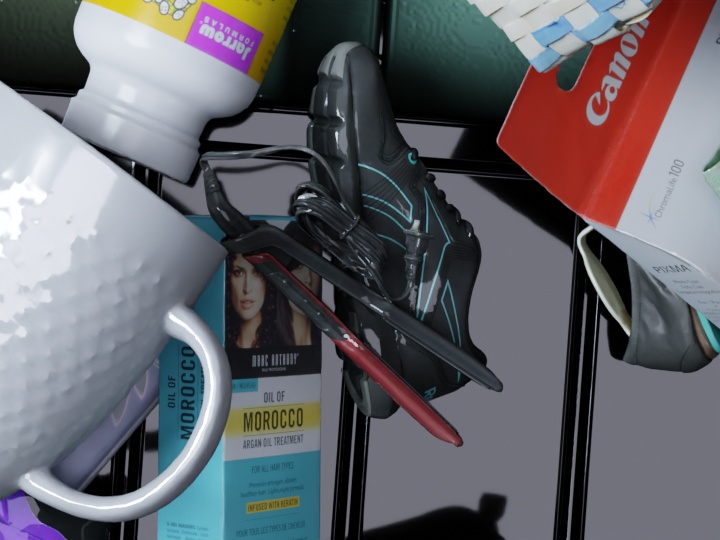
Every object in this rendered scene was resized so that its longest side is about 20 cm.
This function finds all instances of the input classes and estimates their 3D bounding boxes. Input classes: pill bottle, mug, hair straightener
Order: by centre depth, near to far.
[{"bbox_3d":[-0.152,0.034,0.977,0.199,0.148,0.176,35,87,12],"label":"mug"},{"bbox_3d":[0.000,0.000,1.041,0.200,0.041,0.077,42,85,-12],"label":"hair straightener"},{"bbox_3d":[-0.084,-0.152,1.065,0.103,0.104,0.202,23,90,-3],"label":"pill bottle"}]

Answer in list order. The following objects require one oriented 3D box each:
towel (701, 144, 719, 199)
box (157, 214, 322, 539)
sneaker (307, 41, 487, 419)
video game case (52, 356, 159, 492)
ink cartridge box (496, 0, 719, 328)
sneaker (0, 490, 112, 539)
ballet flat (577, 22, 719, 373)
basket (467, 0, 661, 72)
[{"bbox_3d":[0.274,-0.026,1.071,0.153,0.023,0.201,-48,112,-25],"label":"towel"},{"bbox_3d":[-0.063,0.072,1.076,0.049,0.082,0.202,2,92,38],"label":"box"},{"bbox_3d":[0.019,-0.025,1.096,0.078,0.075,0.202,-10,100,-12],"label":"sneaker"},{"bbox_3d":[-0.205,0.030,1.102,0.200,0.023,0.183,41,89,-3],"label":"video game case"},{"bbox_3d":[0.179,-0.078,1.050,0.199,0.047,0.161,36,70,-28],"label":"ink cartridge box"},{"bbox_3d":[-0.214,0.096,1.063,0.199,0.070,0.100,36,81,-4],"label":"sneaker"},{"bbox_3d":[0.143,-0.039,1.097,0.068,0.068,0.202,-12,94,24],"label":"ballet flat"},{"bbox_3d":[0.084,-0.214,0.955,0.200,0.139,0.176,46,54,-5],"label":"basket"}]
